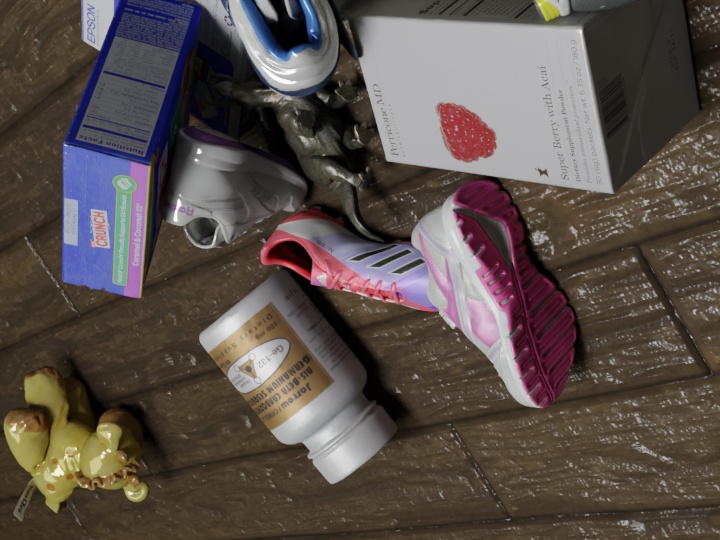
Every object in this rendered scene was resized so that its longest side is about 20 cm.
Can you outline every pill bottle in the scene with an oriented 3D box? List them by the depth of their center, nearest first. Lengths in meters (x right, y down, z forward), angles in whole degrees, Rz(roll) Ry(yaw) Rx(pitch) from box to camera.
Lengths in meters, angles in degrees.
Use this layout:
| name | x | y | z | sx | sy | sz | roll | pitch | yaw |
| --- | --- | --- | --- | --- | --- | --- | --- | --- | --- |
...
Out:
| name | x | y | z | sx | sy | sz | roll | pitch | yaw |
| --- | --- | --- | --- | --- | --- | --- | --- | --- | --- |
| pill bottle | -0.059 | 0.109 | 1.374 | 0.200 | 0.114 | 0.114 | 51 | 145 | -2 |

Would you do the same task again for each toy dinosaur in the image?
| name | x | y | z | sx | sy | sz | roll | pitch | yaw |
| --- | --- | --- | --- | --- | --- | --- | --- | --- | --- |
| toy dinosaur | -0.033 | -0.114 | 1.195 | 0.200 | 0.077 | 0.102 | 46 | 164 | -22 |

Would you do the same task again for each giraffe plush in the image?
| name | x | y | z | sx | sy | sz | roll | pitch | yaw |
| --- | --- | --- | --- | --- | --- | --- | --- | --- | --- |
| giraffe plush | -0.356 | 0.230 | 1.793 | 0.161 | 0.201 | 0.173 | -5 | 153 | 23 |

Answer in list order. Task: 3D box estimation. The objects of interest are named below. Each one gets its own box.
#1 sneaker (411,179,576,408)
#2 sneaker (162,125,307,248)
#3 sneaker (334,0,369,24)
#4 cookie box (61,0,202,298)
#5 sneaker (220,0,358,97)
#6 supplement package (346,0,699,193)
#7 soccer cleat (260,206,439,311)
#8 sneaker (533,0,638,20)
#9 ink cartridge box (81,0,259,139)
| name | x | y | z | sx | sy | sz | roll | pitch | yaw |
| --- | --- | --- | --- | --- | --- | --- | --- | --- | --- |
| sneaker | 0.110 | 0.023 | 1.148 | 0.088 | 0.081 | 0.201 | -13 | 103 | 53 |
| sneaker | -0.117 | -0.067 | 1.223 | 0.075 | 0.200 | 0.100 | 21 | 93 | 26 |
| sneaker | -0.006 | -0.256 | 1.022 | 0.200 | 0.069 | 0.100 | -30 | 90 | 52 |
| cookie box | -0.195 | -0.109 | 1.173 | 0.075 | 0.201 | 0.172 | 12 | 140 | -3 |
| sneaker | -0.067 | -0.219 | 0.951 | 0.146 | 0.080 | 0.201 | 176 | 74 | -86 |
| supplement package | 0.111 | -0.142 | 0.950 | 0.199 | 0.120 | 0.122 | 12 | 130 | 42 |
| soccer cleat | 0.000 | 0.000 | 1.242 | 0.199 | 0.076 | 0.067 | 24 | 138 | 33 |
| sneaker | 0.144 | -0.252 | 0.832 | 0.084 | 0.074 | 0.201 | 2 | 94 | 7 |
| ink cartridge box | -0.170 | -0.242 | 1.236 | 0.200 | 0.043 | 0.199 | 35 | 142 | 18 |
